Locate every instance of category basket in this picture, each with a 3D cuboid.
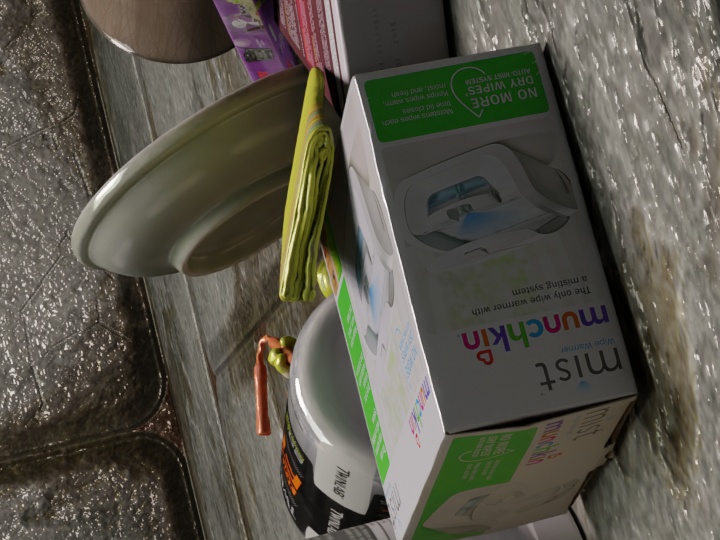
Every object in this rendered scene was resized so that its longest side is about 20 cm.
[{"bbox_3d":[-0.128,-0.275,1.847,0.200,0.135,0.181,94,171,-46],"label":"basket"}]

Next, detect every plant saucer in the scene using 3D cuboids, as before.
[{"bbox_3d":[-0.073,-0.045,1.591,0.050,0.200,0.200,58,166,14],"label":"plant saucer"}]

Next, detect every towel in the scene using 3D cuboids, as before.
[{"bbox_3d":[-0.025,-0.047,1.368,0.200,0.018,0.086,-95,16,-77],"label":"towel"}]

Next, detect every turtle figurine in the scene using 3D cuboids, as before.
[{"bbox_3d":[0.000,0.000,1.559,0.200,0.064,0.161,-65,5,-18],"label":"turtle figurine"}]

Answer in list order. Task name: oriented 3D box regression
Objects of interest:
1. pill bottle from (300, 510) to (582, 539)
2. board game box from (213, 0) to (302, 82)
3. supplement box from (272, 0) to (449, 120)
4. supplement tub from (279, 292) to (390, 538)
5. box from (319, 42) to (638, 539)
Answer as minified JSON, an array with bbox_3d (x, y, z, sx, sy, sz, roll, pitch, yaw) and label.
[{"bbox_3d":[0.017,0.185,1.384,0.116,0.199,0.116,167,90,-80],"label":"pill bottle"},{"bbox_3d":[-0.059,-0.185,1.618,0.200,0.032,0.120,66,-160,-61],"label":"board game box"},{"bbox_3d":[-0.006,-0.159,1.487,0.200,0.061,0.109,-122,21,-61],"label":"supplement box"},{"bbox_3d":[0.018,0.092,1.492,0.200,0.122,0.123,98,157,-64],"label":"supplement tub"},{"bbox_3d":[0.052,0.018,1.285,0.200,0.096,0.177,106,152,-70],"label":"box"}]
